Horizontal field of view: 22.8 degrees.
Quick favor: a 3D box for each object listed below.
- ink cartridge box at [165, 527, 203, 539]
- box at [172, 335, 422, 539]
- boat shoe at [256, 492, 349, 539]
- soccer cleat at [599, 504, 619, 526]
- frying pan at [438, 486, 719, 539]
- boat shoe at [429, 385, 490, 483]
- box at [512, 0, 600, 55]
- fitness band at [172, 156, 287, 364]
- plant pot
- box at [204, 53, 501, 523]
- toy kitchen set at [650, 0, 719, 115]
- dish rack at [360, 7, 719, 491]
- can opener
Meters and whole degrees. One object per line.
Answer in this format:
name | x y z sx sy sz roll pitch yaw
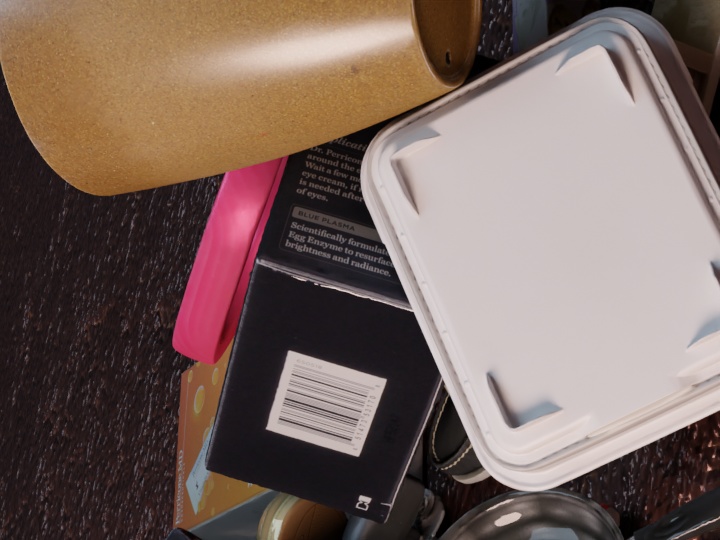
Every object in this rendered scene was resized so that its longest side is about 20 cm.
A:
ink cartridge box | -0.103 0.274 1.008 0.198 0.043 0.201 29 86 50
box | -0.045 0.109 1.208 0.200 0.097 0.125 -35 49 57
boat shoe | -0.045 0.207 1.118 0.063 0.073 0.201 31 136 36
soccer cleat | 0.085 0.209 0.937 0.085 0.069 0.200 43 109 20
frying pan | 0.106 0.132 0.852 0.190 0.031 0.115 -38 40 -2
boat shoe | 0.077 0.042 1.013 0.201 0.060 0.076 -63 29 32
box | 0.113 -0.129 1.029 0.039 0.041 0.201 -34 49 58
fitness band | -0.074 -0.031 1.141 0.144 0.037 0.201 -64 -5 -51
plant pot | -0.047 -0.132 0.893 0.199 0.186 0.188 0 78 24
box | 0.000 0.000 1.021 0.197 0.117 0.201 108 178 -49
toy kitchen set | 0.096 -0.167 0.899 0.200 0.180 0.164 9 85 65
dish rack | 0.097 -0.013 0.844 0.171 0.044 0.201 -27 75 13
can opener | -0.007 0.217 1.081 0.201 0.066 0.053 -66 21 -3
